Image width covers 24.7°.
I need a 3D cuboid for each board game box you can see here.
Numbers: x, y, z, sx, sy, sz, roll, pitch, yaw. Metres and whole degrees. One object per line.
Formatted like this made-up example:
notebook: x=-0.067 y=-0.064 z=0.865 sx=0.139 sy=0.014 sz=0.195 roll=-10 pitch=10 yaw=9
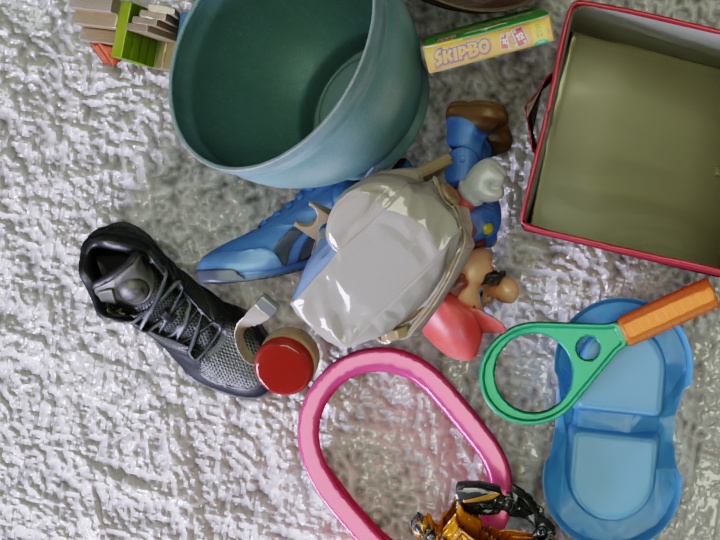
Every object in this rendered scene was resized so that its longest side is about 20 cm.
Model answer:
board game box: x=0.096 y=-0.179 z=1.266 sx=0.095 sy=0.200 sz=0.030 roll=-14 pitch=96 yaw=5

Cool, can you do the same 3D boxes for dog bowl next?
dog bowl: x=0.207 y=0.122 z=1.333 sx=0.110 sy=0.050 sz=0.202 roll=5 pitch=91 yaw=6

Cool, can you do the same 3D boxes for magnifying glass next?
magnifying glass: x=0.187 y=0.058 z=1.301 sx=0.199 sy=0.022 sz=0.080 roll=-25 pitch=87 yaw=7

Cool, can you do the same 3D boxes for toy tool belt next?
toy tool belt: x=0.000 y=0.000 z=1.252 sx=0.125 sy=0.123 sz=0.200 roll=39 pitch=113 yaw=-6

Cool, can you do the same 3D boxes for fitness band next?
fitness band: x=0.036 y=0.158 z=1.356 sx=0.143 sy=0.037 sz=0.200 roll=-41 pitch=88 yaw=4

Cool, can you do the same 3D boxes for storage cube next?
storage cube: x=0.223 y=-0.096 z=1.266 sx=0.198 sy=0.180 sz=0.173 roll=13 pitch=91 yaw=6

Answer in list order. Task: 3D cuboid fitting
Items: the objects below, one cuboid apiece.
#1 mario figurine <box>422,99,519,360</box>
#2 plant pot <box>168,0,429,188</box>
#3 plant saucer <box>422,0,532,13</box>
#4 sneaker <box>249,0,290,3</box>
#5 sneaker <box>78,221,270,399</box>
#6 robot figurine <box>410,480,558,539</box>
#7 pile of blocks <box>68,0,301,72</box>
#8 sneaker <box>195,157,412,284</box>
mario figurine: x=0.100 y=-0.027 z=1.305 sx=0.105 sy=0.123 sz=0.202 roll=-4 pitch=73 yaw=46
plant pot: x=-0.030 y=-0.147 z=1.263 sx=0.199 sy=0.134 sz=0.202 roll=-17 pitch=61 yaw=33
plant saucer: x=0.064 y=-0.278 z=1.308 sx=0.199 sy=0.037 sz=0.202 roll=13 pitch=55 yaw=-20
sneaker: x=-0.048 y=-0.253 z=1.353 sx=0.198 sy=0.075 sz=0.079 roll=-8 pitch=79 yaw=-2
sneaker: x=-0.152 y=0.038 z=1.335 sx=0.199 sy=0.114 sz=0.076 roll=43 pitch=98 yaw=2
robot figurine: x=0.125 y=0.253 z=1.310 sx=0.199 sy=0.058 sz=0.145 roll=31 pitch=115 yaw=-8
pile of blocks: x=-0.144 y=-0.178 z=1.349 sx=0.198 sy=0.082 sz=0.063 roll=10 pitch=91 yaw=5
sneaker: x=-0.042 y=-0.040 z=1.334 sx=0.198 sy=0.066 sz=0.079 roll=-15 pitch=95 yaw=-11
